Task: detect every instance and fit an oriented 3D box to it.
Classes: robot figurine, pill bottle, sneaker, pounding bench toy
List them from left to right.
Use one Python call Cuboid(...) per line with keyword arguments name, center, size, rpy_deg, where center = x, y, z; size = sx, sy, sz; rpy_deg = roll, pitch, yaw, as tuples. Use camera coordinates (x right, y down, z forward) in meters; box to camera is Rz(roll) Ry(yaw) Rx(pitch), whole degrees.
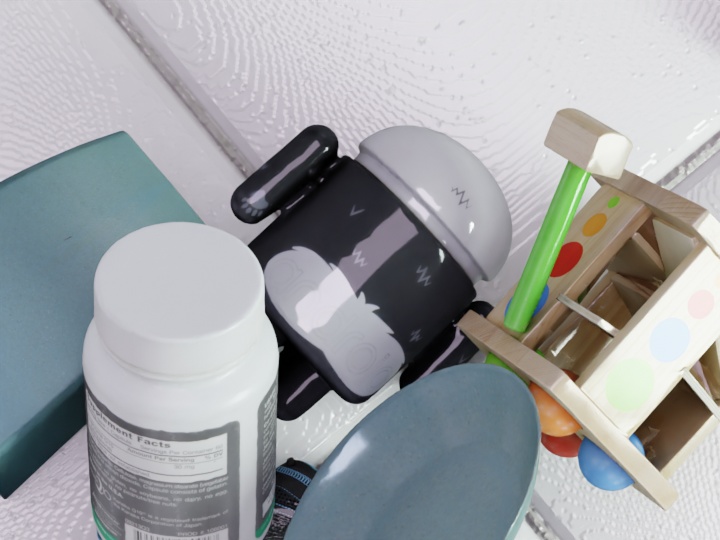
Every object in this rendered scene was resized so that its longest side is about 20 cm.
Cuboid(name="pill bottle", center=(-0.103, 0.075, 1.429), size=(0.113, 0.200, 0.113), rpy_deg=(2, 44, -2))
Cuboid(name="sneaker", center=(-0.063, 0.160, 1.538), size=(0.200, 0.073, 0.082), rpy_deg=(7, 63, 0))
Cuboid(name="robot figurine", center=(0.001, 0.001, 1.524), size=(0.200, 0.150, 0.125), rpy_deg=(-44, 55, -3))
Cuboid(name="pounding bench toy", center=(0.137, 0.020, 1.467), size=(0.156, 0.124, 0.200), rpy_deg=(-47, 119, -4))

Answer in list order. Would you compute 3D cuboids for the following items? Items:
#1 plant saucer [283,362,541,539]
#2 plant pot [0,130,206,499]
Cuboid(name="plant saucer", center=(0.036, 0.147, 1.437), size=(0.039, 0.201, 0.201), rpy_deg=(43, 85, -29))
Cuboid(name="plant pot", center=(-0.192, 0.017, 1.525), size=(0.200, 0.141, 0.141), rpy_deg=(-39, 82, -10))
